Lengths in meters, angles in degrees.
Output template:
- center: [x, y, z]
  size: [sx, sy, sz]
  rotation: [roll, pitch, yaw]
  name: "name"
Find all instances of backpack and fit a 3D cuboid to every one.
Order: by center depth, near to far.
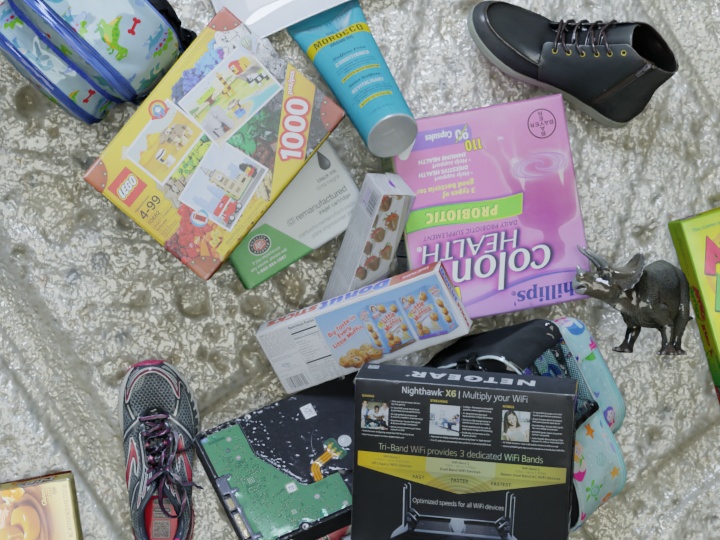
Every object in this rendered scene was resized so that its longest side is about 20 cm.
- center: [-0.255, -0.227, 1.509]
  size: [0.183, 0.200, 0.147]
  rotation: [43, 87, -6]
  name: "backpack"
- center: [0.164, 0.150, 1.569]
  size: [0.150, 0.177, 0.201]
  rotation: [-28, 95, -35]
  name: "backpack"

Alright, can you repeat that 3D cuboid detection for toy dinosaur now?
- center: [0.290, 0.030, 1.583]
  size: [0.199, 0.077, 0.103]
  rotation: [2, 90, -45]
  name: "toy dinosaur"

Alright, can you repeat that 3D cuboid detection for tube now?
- center: [-0.004, -0.189, 1.565]
  size: [0.077, 0.051, 0.201]
  rotation: [-21, 48, -8]
  name: "tube"

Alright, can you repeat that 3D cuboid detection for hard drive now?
- center: [-0.043, 0.183, 1.568]
  size: [0.199, 0.038, 0.140]
  rotation: [-22, 58, -18]
  name: "hard drive"

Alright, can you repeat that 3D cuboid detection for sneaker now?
- center: [-0.191, 0.187, 1.587]
  size: [0.080, 0.075, 0.202]
  rotation: [-7, 91, -5]
  name: "sneaker"
- center: [0.208, -0.226, 1.593]
  size: [0.199, 0.106, 0.075]
  rotation: [26, 56, -12]
  name: "sneaker"

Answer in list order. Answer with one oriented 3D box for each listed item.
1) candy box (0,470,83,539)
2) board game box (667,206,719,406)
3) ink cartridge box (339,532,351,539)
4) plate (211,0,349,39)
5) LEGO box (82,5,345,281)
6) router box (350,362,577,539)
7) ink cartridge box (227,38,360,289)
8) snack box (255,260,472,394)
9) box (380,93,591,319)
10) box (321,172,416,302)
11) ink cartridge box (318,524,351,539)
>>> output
- center: [-0.322, 0.305, 1.585]
  size: [0.114, 0.055, 0.202]
  rotation: [-8, 93, -6]
  name: "candy box"
- center: [0.391, 0.033, 1.654]
  size: [0.101, 0.048, 0.201]
  rotation: [-17, 93, -5]
  name: "board game box"
- center: [0.024, 0.344, 1.543]
  size: [0.173, 0.044, 0.201]
  rotation: [-23, 93, -6]
  name: "ink cartridge box"
- center: [-0.075, -0.345, 1.609]
  size: [0.198, 0.032, 0.201]
  rotation: [-23, 93, -4]
  name: "plate"
- center: [-0.131, -0.115, 1.499]
  size: [0.149, 0.077, 0.200]
  rotation: [40, 93, -3]
  name: "LEGO box"
- center: [0.092, 0.171, 1.469]
  size: [0.198, 0.052, 0.159]
  rotation: [4, 104, 9]
  name: "router box"
- center: [-0.102, -0.104, 1.585]
  size: [0.146, 0.083, 0.201]
  rotation: [-32, 94, -4]
  name: "ink cartridge box"
- center: [0.001, 0.056, 1.551]
  size: [0.199, 0.024, 0.072]
  rotation: [-20, 110, 22]
  name: "snack box"
- center: [0.120, -0.058, 1.602]
  size: [0.174, 0.097, 0.202]
  rotation: [-9, 93, -6]
  name: "box"
- center: [0.000, 0.000, 1.567]
  size: [0.038, 0.042, 0.201]
  rotation: [1, 124, -29]
  name: "box"
- center: [-0.004, 0.326, 1.603]
  size: [0.144, 0.083, 0.202]
  rotation: [-4, 91, -7]
  name: "ink cartridge box"
